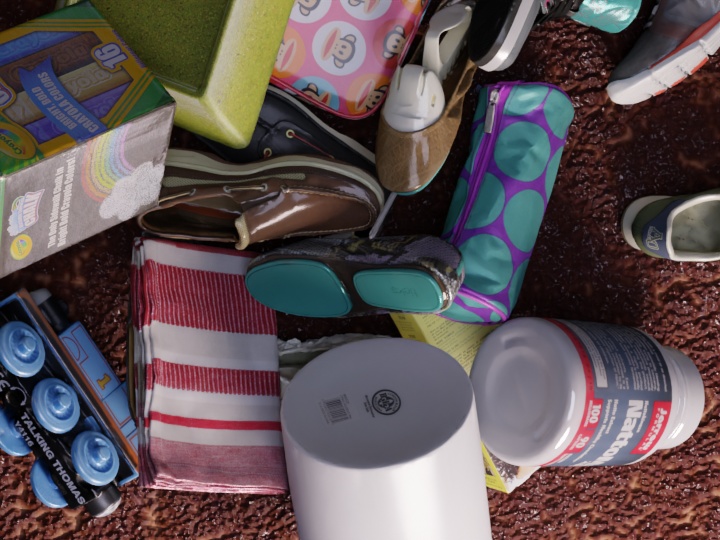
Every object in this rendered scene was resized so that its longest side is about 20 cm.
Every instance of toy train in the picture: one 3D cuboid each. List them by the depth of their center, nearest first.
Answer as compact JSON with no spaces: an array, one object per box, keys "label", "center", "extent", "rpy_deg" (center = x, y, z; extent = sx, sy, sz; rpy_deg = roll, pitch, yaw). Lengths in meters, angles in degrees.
[{"label":"toy train","center":[-0.247,0.104,1.366],"extent":[0.086,0.114,0.201],"rpy_deg":[-28,99,36]}]

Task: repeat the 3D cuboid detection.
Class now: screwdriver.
[{"label":"screwdriver","center":[0.045,-0.096,1.340],"extent":[0.028,0.201,0.029],"rpy_deg":[24,135,5]}]

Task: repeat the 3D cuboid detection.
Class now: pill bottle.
[{"label":"pill bottle","center":[0.196,0.104,1.391],"extent":[0.199,0.119,0.121],"rpy_deg":[5,104,-43]}]

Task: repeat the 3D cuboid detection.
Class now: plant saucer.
[{"label":"plant saucer","center":[-0.153,-0.221,1.300],"extent":[0.198,0.048,0.202],"rpy_deg":[21,99,16]}]

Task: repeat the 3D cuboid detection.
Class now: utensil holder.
[{"label":"utensil holder","center":[0.025,0.181,1.359],"extent":[0.168,0.171,0.202],"rpy_deg":[-11,126,-5]}]

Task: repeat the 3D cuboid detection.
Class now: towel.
[{"label":"towel","center":[-0.119,0.077,1.329],"extent":[0.143,0.023,0.203],"rpy_deg":[9,71,-43]}]

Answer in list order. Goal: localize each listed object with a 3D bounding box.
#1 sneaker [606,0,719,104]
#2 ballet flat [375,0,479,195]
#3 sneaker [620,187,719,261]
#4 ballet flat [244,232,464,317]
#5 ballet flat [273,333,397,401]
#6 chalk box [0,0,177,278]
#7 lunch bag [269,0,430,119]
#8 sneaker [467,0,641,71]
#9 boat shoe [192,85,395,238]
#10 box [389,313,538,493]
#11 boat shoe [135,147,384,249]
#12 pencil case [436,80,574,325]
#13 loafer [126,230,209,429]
[{"label":"sneaker","center":[0.276,-0.223,1.404],"extent":[0.200,0.077,0.082],"rpy_deg":[-40,77,1]},{"label":"ballet flat","center":[0.058,-0.155,1.326],"extent":[0.067,0.201,0.073],"rpy_deg":[15,146,22]},{"label":"sneaker","center":[0.331,-0.042,1.427],"extent":[0.198,0.090,0.068],"rpy_deg":[-9,102,-6]},{"label":"ballet flat","center":[0.000,0.000,1.326],"extent":[0.198,0.072,0.073],"rpy_deg":[1,106,35]},{"label":"ballet flat","center":[-0.043,0.094,1.418],"extent":[0.197,0.072,0.073],"rpy_deg":[-1,102,-8]},{"label":"chalk box","center":[-0.255,-0.090,1.224],"extent":[0.199,0.125,0.124],"rpy_deg":[-26,63,-32]},{"label":"lunch bag","center":[-0.029,-0.240,1.339],"extent":[0.175,0.082,0.202],"rpy_deg":[27,98,-12]},{"label":"sneaker","center":[0.166,-0.221,1.347],"extent":[0.120,0.083,0.202],"rpy_deg":[33,63,-19]},{"label":"boat shoe","center":[-0.061,-0.093,1.366],"extent":[0.200,0.063,0.074],"rpy_deg":[30,133,-13]},{"label":"box","center":[0.099,0.088,1.435],"extent":[0.075,0.050,0.201],"rpy_deg":[-35,105,-20]},{"label":"boat shoe","center":[-0.083,-0.045,1.318],"extent":[0.200,0.075,0.075],"rpy_deg":[3,137,11]},{"label":"pencil case","center":[0.110,-0.057,1.367],"extent":[0.092,0.085,0.202],"rpy_deg":[30,73,-42]},{"label":"loafer","center":[-0.158,0.040,1.355],"extent":[0.072,0.072,0.203],"rpy_deg":[-9,75,16]}]
